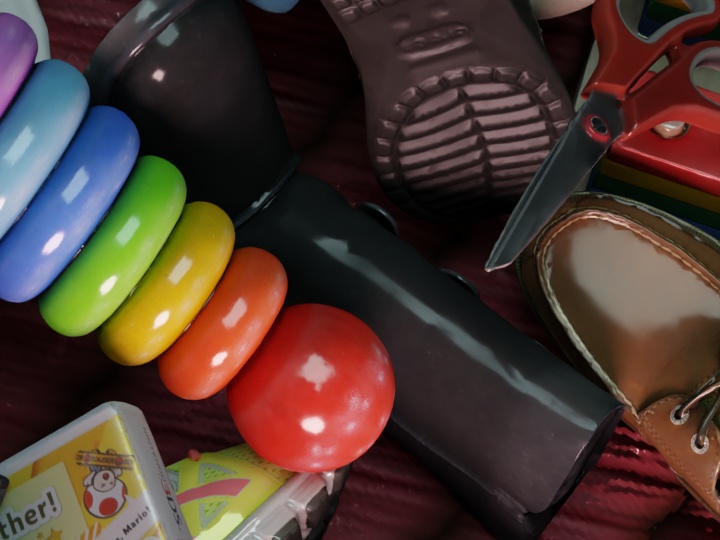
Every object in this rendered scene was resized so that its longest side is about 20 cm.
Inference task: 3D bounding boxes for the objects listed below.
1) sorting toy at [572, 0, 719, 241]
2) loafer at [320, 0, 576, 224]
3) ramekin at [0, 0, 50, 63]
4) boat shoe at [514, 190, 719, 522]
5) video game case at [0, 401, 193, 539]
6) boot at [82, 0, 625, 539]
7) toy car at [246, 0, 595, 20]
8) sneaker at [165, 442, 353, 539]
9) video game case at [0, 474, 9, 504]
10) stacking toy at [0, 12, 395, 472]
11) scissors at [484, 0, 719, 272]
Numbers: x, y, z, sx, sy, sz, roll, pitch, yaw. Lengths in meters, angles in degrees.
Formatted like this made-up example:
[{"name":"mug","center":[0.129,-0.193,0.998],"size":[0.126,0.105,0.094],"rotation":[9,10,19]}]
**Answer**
[{"name":"sorting toy","center":[0.184,-0.062,1.026],"size":[0.198,0.070,0.200],"rotation":[19,64,0]},{"name":"loafer","center":[0.028,-0.089,0.927],"size":[0.073,0.200,0.071],"rotation":[-11,54,8]},{"name":"ramekin","center":[-0.209,-0.046,0.943],"size":[0.202,0.094,0.203],"rotation":[4,65,-8]},{"name":"boat shoe","center":[0.134,0.047,0.942],"size":[0.200,0.068,0.072],"rotation":[42,95,1]},{"name":"video game case","center":[-0.119,0.165,0.840],"size":[0.200,0.023,0.182],"rotation":[-30,69,18]},{"name":"boot","center":[0.000,0.000,0.919],"size":[0.200,0.165,0.066],"rotation":[43,78,11]},{"name":"toy car","center":[0.016,-0.192,1.031],"size":[0.177,0.184,0.200],"rotation":[29,15,-31]},{"name":"sneaker","center":[-0.083,0.096,0.908],"size":[0.200,0.078,0.090],"rotation":[-40,74,-23]},{"name":"video game case","center":[-0.209,0.130,0.842],"size":[0.143,0.019,0.200],"rotation":[22,89,8]},{"name":"stacking toy","center":[-0.073,-0.007,0.867],"size":[0.200,0.085,0.085],"rotation":[35,64,-12]},{"name":"scissors","center":[0.076,-0.055,0.914],"size":[0.200,0.014,0.073],"rotation":[-28,81,-48]}]
